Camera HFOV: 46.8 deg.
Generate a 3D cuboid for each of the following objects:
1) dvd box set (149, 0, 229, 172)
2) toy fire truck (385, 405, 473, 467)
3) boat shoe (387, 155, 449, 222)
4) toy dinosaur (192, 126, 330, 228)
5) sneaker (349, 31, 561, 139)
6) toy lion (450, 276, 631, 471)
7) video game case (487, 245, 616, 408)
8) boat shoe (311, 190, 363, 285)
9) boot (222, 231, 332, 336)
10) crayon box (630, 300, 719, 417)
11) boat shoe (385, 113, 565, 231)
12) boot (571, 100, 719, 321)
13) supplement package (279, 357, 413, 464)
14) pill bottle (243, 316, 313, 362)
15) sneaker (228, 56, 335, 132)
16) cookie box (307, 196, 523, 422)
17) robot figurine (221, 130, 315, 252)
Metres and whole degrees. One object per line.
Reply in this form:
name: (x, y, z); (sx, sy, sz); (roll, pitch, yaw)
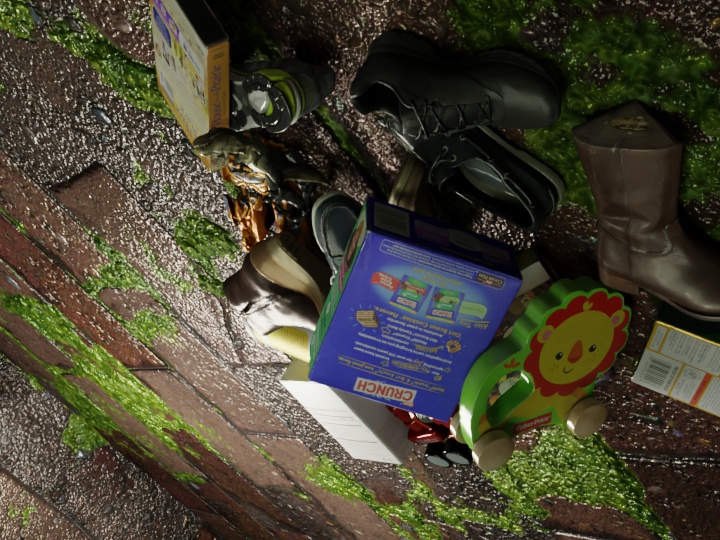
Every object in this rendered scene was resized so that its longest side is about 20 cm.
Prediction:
dvd box set: (-0.184, -0.222, 0.899); (0.147, 0.029, 0.201); (57, 157, 23)
toy fire truck: (0.103, 0.178, 1.198); (0.199, 0.130, 0.176); (32, 151, -19)
boat shoe: (0.069, -0.056, 0.928); (0.064, 0.072, 0.200); (19, 158, 14)
toy dinosaur: (-0.089, -0.101, 0.919); (0.047, 0.089, 0.199); (-38, 144, 29)
sneaker: (0.081, -0.152, 0.750); (0.198, 0.091, 0.076); (15, 144, 27)
toy lion: (0.199, 0.101, 0.893); (0.069, 0.198, 0.193); (-132, 33, -51)
video game case: (0.174, 0.090, 0.975); (0.180, 0.036, 0.200); (-29, 119, 19)
boat shoe: (0.000, 0.000, 0.967); (0.062, 0.074, 0.201); (-112, 2, -55)
boot: (-0.081, 0.051, 1.088); (0.200, 0.072, 0.166); (49, 139, -2)
crayon box: (0.394, 0.105, 0.857); (0.198, 0.052, 0.126); (23, 148, 19)
boat shoe: (0.102, -0.101, 0.824); (0.198, 0.066, 0.075); (33, 150, 1)
boot: (0.285, -0.052, 0.735); (0.185, 0.064, 0.201); (10, 138, 31)
supplement package: (-0.003, 0.188, 1.288); (0.119, 0.122, 0.200); (-6, 132, 48)
pill bottle: (-0.062, 0.075, 1.176); (0.199, 0.112, 0.112); (18, 148, 36)
sneaker: (-0.096, -0.190, 0.883); (0.199, 0.080, 0.075); (26, 136, 52)
cookie box: (0.051, 0.046, 0.885); (0.170, 0.075, 0.201); (18, 120, -9)
robot figurine: (-0.121, -0.093, 1.059); (0.144, 0.058, 0.201); (19, 147, 19)
